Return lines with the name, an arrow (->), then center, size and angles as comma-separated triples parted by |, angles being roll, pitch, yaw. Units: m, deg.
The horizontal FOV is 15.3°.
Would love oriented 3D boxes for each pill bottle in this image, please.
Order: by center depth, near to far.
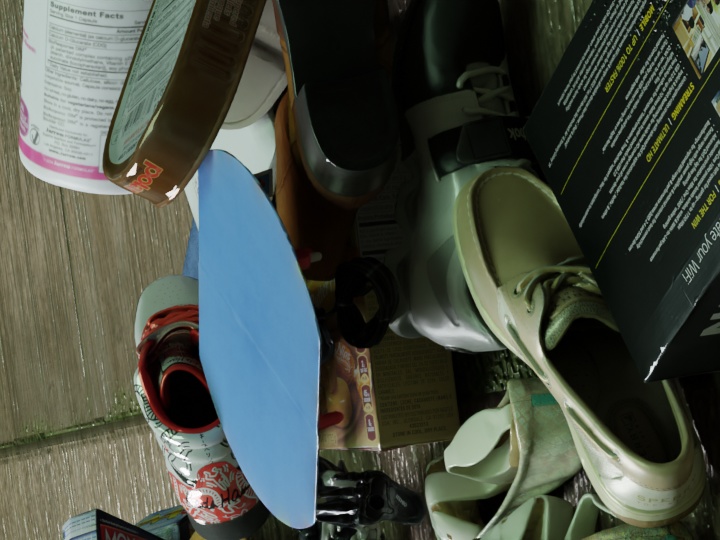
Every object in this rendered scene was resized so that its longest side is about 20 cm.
pill bottle -> -0.165, -0.162, 1.758 | 0.113, 0.113, 0.201 | -136, 46, -54

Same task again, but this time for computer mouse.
computer mouse -> -0.019, 0.020, 1.435 | 0.059, 0.034, 0.200 | 64, 155, -2

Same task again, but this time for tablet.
tablet -> -0.085, -0.079, 1.610 | 0.200, 0.014, 0.130 | -113, 32, -50

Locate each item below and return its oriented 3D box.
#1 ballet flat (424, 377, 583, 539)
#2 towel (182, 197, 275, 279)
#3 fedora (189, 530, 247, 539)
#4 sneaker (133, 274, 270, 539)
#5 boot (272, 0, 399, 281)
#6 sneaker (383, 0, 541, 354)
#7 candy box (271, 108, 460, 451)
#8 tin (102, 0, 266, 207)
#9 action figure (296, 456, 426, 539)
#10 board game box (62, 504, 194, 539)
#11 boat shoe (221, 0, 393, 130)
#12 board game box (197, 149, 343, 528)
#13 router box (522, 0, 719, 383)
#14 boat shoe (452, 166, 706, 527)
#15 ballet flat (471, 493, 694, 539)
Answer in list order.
ballet flat -> 0.065, 0.102, 1.383 | 0.200, 0.062, 0.068 | 123, 142, -54
towel -> -0.082, 0.039, 1.704 | 0.112, 0.048, 0.200 | -121, 33, -43
fedora -> -0.049, 0.239, 1.641 | 0.201, 0.082, 0.201 | 174, 90, -66
sneaker -> -0.098, 0.050, 1.551 | 0.108, 0.067, 0.202 | 76, 178, -48
boot -> -0.018, -0.108, 1.394 | 0.200, 0.068, 0.189 | 115, 142, -75
sneaker -> 0.065, -0.055, 1.353 | 0.088, 0.074, 0.201 | 17, 112, 46
candy box -> 0.000, 0.000, 1.507 | 0.115, 0.055, 0.201 | 169, 94, -66
tin -> -0.087, -0.130, 1.428 | 0.112, 0.042, 0.200 | -29, 40, 56
action figure -> -0.028, 0.153, 1.476 | 0.200, 0.102, 0.119 | 138, 143, -74
board game box -> -0.138, 0.234, 1.755 | 0.062, 0.200, 0.200 | -18, 62, 23
boat shoe -> -0.030, -0.162, 1.485 | 0.200, 0.073, 0.063 | -44, 22, 32
board game box -> -0.037, 0.033, 1.381 | 0.158, 0.039, 0.200 | -128, 31, -47
router box -> 0.150, -0.067, 1.170 | 0.149, 0.051, 0.200 | 67, 151, 28
boat shoe -> 0.103, 0.024, 1.253 | 0.065, 0.072, 0.200 | 81, 165, -62
ballet flat -> 0.102, 0.142, 1.317 | 0.200, 0.071, 0.071 | -5, 91, 63
